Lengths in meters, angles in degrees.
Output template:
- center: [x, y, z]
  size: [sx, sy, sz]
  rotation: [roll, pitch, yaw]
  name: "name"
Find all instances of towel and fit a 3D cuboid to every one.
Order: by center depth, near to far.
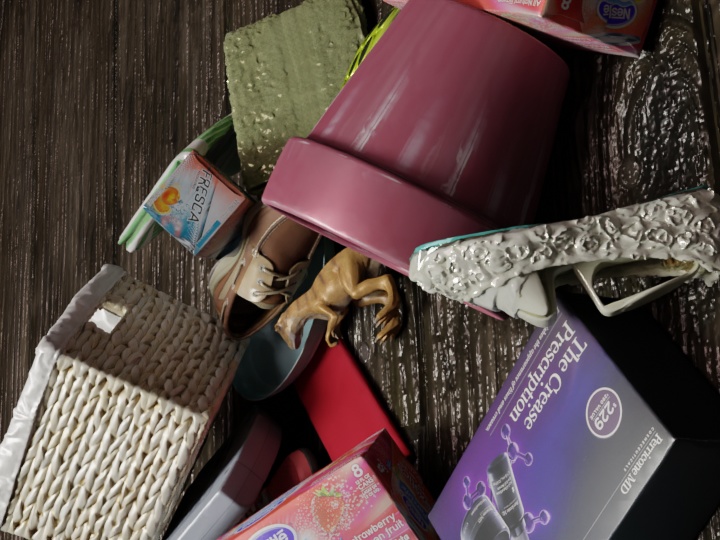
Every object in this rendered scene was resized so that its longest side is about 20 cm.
- center: [-0.048, -0.157, 1.152]
  size: [0.148, 0.036, 0.201]
  rotation: [-21, 61, 12]
  name: "towel"
- center: [-0.143, -0.105, 1.241]
  size: [0.023, 0.200, 0.153]
  rotation: [43, 129, 2]
  name: "towel"

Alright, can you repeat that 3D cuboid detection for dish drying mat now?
- center: [-0.013, 0.121, 1.120]
  size: [0.077, 0.018, 0.200]
  rotation: [-63, 36, 24]
  name: "dish drying mat"

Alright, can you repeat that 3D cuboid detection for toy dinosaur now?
- center: [0.000, 0.000, 1.067]
  size: [0.200, 0.060, 0.106]
  rotation: [-48, 67, 13]
  name: "toy dinosaur"

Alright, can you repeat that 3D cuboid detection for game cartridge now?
- center: [-0.126, 0.199, 1.158]
  size: [0.134, 0.040, 0.200]
  rotation: [-54, 5, 15]
  name: "game cartridge"

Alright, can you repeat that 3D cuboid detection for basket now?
- center: [-0.220, 0.137, 1.166]
  size: [0.198, 0.160, 0.201]
  rotation: [-71, 7, -68]
  name: "basket"

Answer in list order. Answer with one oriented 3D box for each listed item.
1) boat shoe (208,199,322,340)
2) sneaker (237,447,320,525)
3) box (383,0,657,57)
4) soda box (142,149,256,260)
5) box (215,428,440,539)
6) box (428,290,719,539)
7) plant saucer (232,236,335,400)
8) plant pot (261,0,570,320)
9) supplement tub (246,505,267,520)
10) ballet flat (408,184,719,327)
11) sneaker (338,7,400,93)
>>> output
- center: [-0.076, -0.001, 1.132]
  size: [0.200, 0.075, 0.072]
  rotation: [128, 142, -52]
  name: "boat shoe"
- center: [-0.094, 0.246, 1.159]
  size: [0.074, 0.086, 0.201]
  rotation: [55, 129, 46]
  name: "sneaker"
- center: [0.114, -0.217, 0.903]
  size: [0.200, 0.094, 0.103]
  rotation: [26, 101, 57]
  name: "box"
- center: [-0.136, -0.054, 1.155]
  size: [0.068, 0.064, 0.200]
  rotation: [-48, -2, 0]
  name: "soda box"
- center: [-0.042, 0.217, 0.964]
  size: [0.200, 0.100, 0.096]
  rotation: [-35, 88, 12]
  name: "box"
- center: [0.140, 0.136, 0.817]
  size: [0.141, 0.079, 0.201]
  rotation: [55, 129, 44]
  name: "box"
- center: [-0.073, 0.026, 1.209]
  size: [0.200, 0.027, 0.201]
  rotation: [-35, 47, 50]
  name: "plant saucer"
- center: [0.053, -0.086, 0.908]
  size: [0.200, 0.200, 0.180]
  rotation: [25, 90, 57]
  name: "plant pot"
- center: [-0.070, 0.309, 1.090]
  size: [0.107, 0.107, 0.201]
  rotation: [34, 113, 55]
  name: "supplement tub"
- center: [0.128, -0.002, 0.772]
  size: [0.072, 0.199, 0.072]
  rotation: [-12, -90, -84]
  name: "ballet flat"
- center: [0.025, -0.136, 1.064]
  size: [0.074, 0.083, 0.201]
  rotation: [-27, 42, 69]
  name: "sneaker"
